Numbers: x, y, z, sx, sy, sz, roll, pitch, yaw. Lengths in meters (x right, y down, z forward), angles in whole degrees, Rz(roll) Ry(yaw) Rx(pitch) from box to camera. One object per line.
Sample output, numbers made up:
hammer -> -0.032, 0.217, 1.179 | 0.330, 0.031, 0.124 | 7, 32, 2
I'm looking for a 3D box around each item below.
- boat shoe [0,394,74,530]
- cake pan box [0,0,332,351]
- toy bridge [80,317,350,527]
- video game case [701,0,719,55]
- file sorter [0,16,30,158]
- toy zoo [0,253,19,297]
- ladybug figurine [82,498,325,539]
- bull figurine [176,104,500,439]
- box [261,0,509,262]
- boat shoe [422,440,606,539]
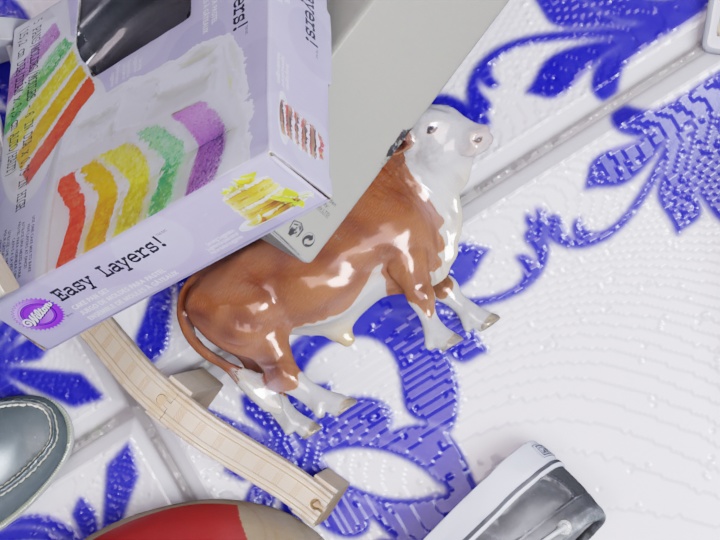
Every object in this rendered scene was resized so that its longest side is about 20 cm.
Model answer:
boat shoe -> -0.251, 0.122, 1.043 | 0.199, 0.062, 0.073 | -23, 74, -11
cake pan box -> -0.098, -0.082, 0.934 | 0.183, 0.052, 0.201 | -24, 47, 27
toy bridge -> -0.096, 0.069, 1.033 | 0.200, 0.067, 0.027 | 38, 99, 9
video game case -> 0.280, -0.197, 0.965 | 0.181, 0.023, 0.201 | 10, 94, 12
file sorter -> -0.244, -0.056, 0.999 | 0.138, 0.200, 0.125 | -16, 92, 13
toy zoo -> -0.275, 0.001, 0.900 | 0.199, 0.020, 0.132 | -31, 91, 15
ladybug figurine -> -0.102, 0.196, 1.014 | 0.199, 0.072, 0.136 | -22, 84, -4
bull figurine -> 0.000, 0.000, 1.010 | 0.199, 0.065, 0.122 | -32, 85, 12
box -> -0.004, -0.108, 0.968 | 0.068, 0.082, 0.200 | 42, 84, -33
boat shoe -> 0.049, 0.184, 1.000 | 0.199, 0.074, 0.068 | -46, 67, 1
